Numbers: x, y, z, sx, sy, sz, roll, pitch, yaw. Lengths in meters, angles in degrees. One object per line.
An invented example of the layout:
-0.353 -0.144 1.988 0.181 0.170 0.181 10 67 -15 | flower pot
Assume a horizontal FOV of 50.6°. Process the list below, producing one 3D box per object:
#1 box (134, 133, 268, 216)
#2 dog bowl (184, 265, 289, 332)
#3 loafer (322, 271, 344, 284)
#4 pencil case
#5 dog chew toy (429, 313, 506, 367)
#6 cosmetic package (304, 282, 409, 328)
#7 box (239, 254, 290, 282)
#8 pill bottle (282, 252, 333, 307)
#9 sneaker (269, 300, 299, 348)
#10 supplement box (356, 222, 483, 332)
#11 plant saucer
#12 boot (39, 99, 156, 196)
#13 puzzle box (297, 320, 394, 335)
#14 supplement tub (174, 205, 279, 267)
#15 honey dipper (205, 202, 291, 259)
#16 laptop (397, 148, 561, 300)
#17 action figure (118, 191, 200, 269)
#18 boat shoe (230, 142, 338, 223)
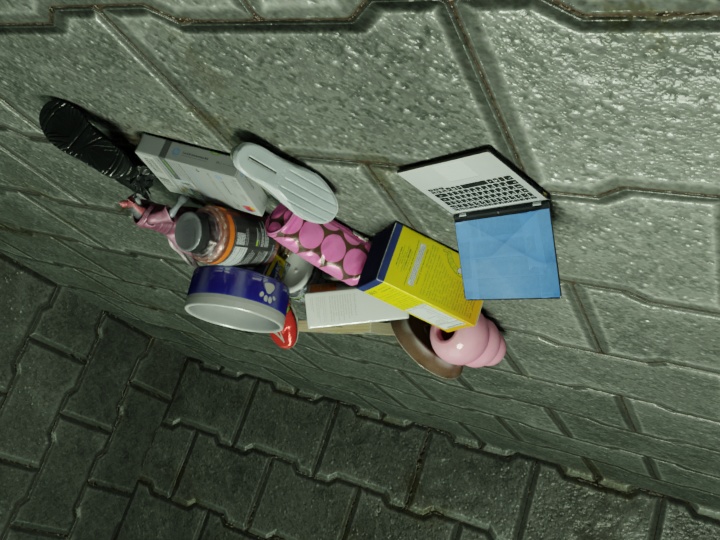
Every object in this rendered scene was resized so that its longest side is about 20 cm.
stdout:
-0.276 -0.167 1.346 0.197 0.042 0.156 17 164 16 | box
-0.240 0.059 1.500 0.197 0.080 0.200 10 163 3 | dog bowl
0.000 0.000 1.476 0.069 0.076 0.198 36 157 -32 | loafer
-0.069 -0.058 1.368 0.198 0.094 0.091 29 -154 -28 | pencil case
0.234 0.146 1.589 0.123 0.127 0.199 3 164 44 | dog chew toy
-0.008 0.062 1.502 0.196 0.073 0.101 -5 -172 -2 | cosmetic package
-0.246 -0.026 1.587 0.198 0.071 0.064 22 171 31 | box
-0.082 0.041 1.643 0.105 0.108 0.200 5 158 40 | pill bottle
-0.185 0.082 1.651 0.076 0.203 0.085 -9 -164 8 | sneaker
0.111 0.015 1.336 0.198 0.111 0.109 26 163 -14 | supplement box
0.151 0.145 1.642 0.198 0.201 0.032 29 118 -25 | plant saucer
-0.462 -0.213 1.366 0.197 0.074 0.162 36 179 5 | boot
-0.023 0.127 1.680 0.197 0.026 0.132 -2 173 35 | puzzle box
-0.249 -0.063 1.418 0.106 0.109 0.199 8 180 35 | supplement tub
-0.229 -0.085 1.561 0.199 0.038 0.038 32 160 -22 | honey dipper
0.160 -0.055 1.051 0.199 0.117 0.186 31 160 -31 | laptop
-0.388 -0.097 1.501 0.198 0.151 0.133 17 -175 -41 | action figure
-0.119 -0.145 1.212 0.199 0.072 0.062 35 -177 -29 | boat shoe
